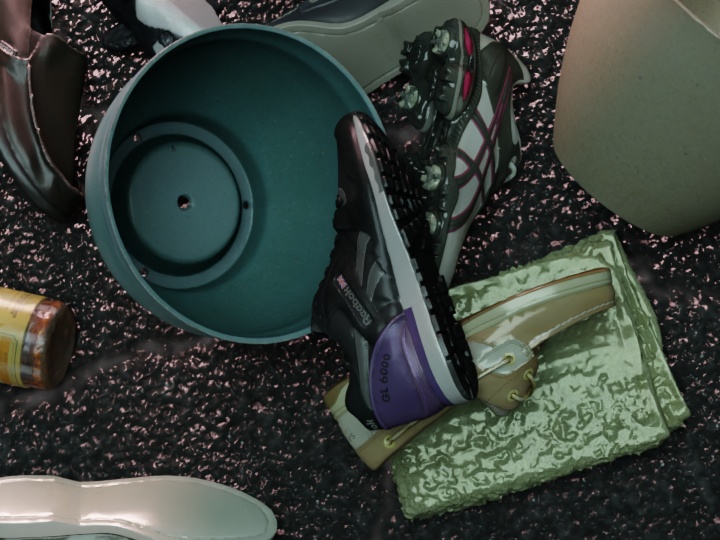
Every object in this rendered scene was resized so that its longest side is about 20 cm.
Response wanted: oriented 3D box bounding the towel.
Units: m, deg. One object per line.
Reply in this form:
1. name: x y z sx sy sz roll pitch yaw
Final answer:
1. towel: 0.102 0.071 1.561 0.199 0.036 0.149 -20 76 4

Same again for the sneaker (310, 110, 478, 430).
1. sneaker: 0.000 0.000 1.477 0.087 0.076 0.201 -22 69 15

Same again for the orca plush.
1. orca plush: -0.170 -0.186 1.640 0.200 0.105 0.071 40 109 16

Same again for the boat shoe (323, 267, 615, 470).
1. boat shoe: 0.078 0.062 1.517 0.199 0.074 0.067 -27 86 8

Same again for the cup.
1. cup: 0.203 -0.108 1.518 0.200 0.200 0.143 43 114 15

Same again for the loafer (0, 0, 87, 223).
1. loafer: -0.220 -0.130 1.637 0.071 0.073 0.201 -20 76 7

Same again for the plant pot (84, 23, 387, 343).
1. plant pot: -0.095 -0.049 1.549 0.199 0.134 0.202 3 84 -26

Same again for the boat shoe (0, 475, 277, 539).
1. boat shoe: -0.155 0.176 1.570 0.200 0.072 0.061 3 119 -2

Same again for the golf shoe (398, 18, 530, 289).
1. golf shoe: 0.066 -0.061 1.564 0.088 0.077 0.201 17 78 -32

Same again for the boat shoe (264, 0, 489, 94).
1. boat shoe: -0.008 -0.161 1.628 0.199 0.073 0.063 -19 33 11

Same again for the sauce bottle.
1. sauce bottle: -0.295 0.033 1.623 0.199 0.066 0.066 10 80 14
